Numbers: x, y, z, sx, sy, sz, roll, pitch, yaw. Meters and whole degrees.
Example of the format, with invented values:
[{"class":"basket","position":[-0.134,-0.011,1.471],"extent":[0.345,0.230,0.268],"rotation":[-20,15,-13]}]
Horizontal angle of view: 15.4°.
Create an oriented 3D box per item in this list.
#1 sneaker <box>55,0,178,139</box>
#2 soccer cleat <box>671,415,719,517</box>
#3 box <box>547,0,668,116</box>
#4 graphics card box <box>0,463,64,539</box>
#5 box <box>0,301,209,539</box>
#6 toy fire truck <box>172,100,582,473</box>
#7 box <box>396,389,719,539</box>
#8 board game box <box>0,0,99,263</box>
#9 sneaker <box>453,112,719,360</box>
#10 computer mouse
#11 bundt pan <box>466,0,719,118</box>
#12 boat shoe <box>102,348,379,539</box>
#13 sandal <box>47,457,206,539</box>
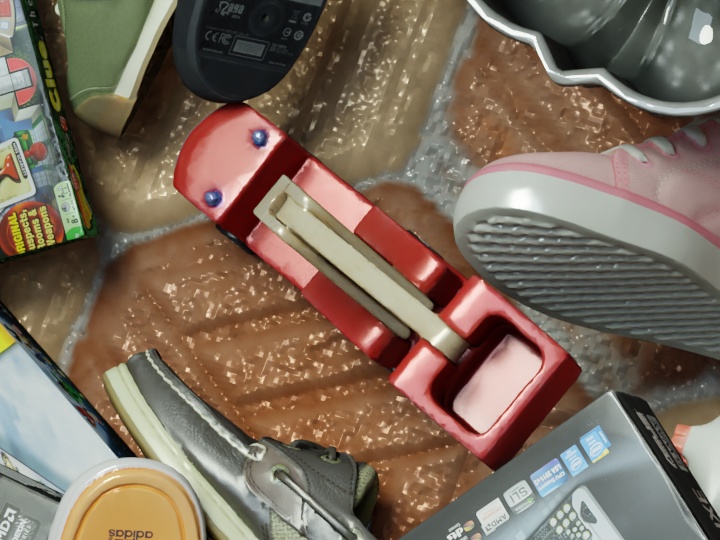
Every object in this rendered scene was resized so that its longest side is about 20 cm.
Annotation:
[{"class":"sneaker","position":[-0.096,-0.146,1.023],"extent":[0.089,0.201,0.067],"rotation":[26,42,-2]},{"class":"soccer cleat","position":[0.129,0.149,0.961],"extent":[0.077,0.069,0.201],"rotation":[14,80,15]},{"class":"box","position":[0.117,-0.180,1.010],"extent":[0.122,0.106,0.200],"rotation":[35,89,17]},{"class":"graphics card box","position":[-0.212,0.110,1.033],"extent":[0.199,0.051,0.126],"rotation":[24,86,18]},{"class":"box","position":[-0.154,0.106,1.063],"extent":[0.137,0.038,0.200],"rotation":[-44,71,4]},{"class":"toy fire truck","position":[0.000,0.000,0.987],"extent":[0.200,0.141,0.049],"rotation":[39,90,19]},{"class":"box","position":[0.054,0.162,0.915],"extent":[0.200,0.050,0.158],"rotation":[-35,72,13]},{"class":"board game box","position":[-0.178,-0.097,1.054],"extent":[0.104,0.023,0.201],"rotation":[-16,90,16]},{"class":"sneaker","position":[0.116,-0.032,0.952],"extent":[0.075,0.199,0.105],"rotation":[-21,59,50]},{"class":"computer mouse","position":[-0.020,-0.152,0.988],"extent":[0.034,0.058,0.201],"rotation":[49,119,46]},{"class":"bundt pan","position":[0.121,-0.142,0.907],"extent":[0.201,0.076,0.203],"rotation":[-2,80,11]},{"class":"boat shoe","position":[-0.018,0.099,1.015],"extent":[0.065,0.073,0.200],"rotation":[-42,77,-5]},{"class":"sandal","position":[-0.094,0.173,0.978],"extent":[0.079,0.059,0.208],"rotation":[2,107,-6]}]
